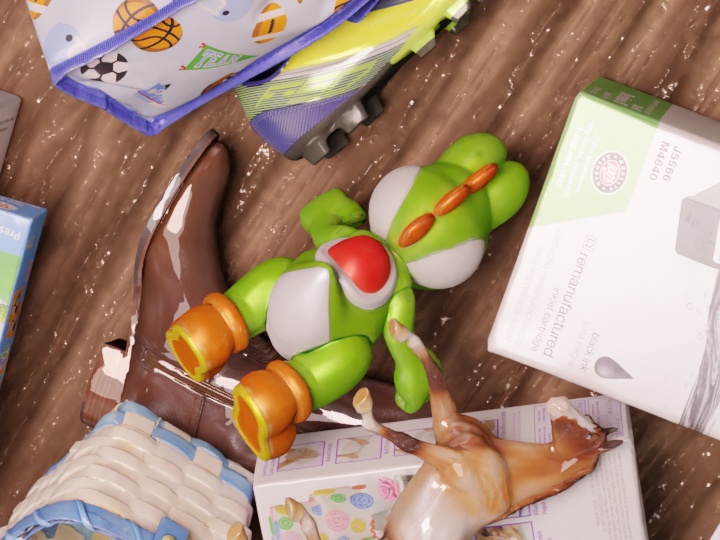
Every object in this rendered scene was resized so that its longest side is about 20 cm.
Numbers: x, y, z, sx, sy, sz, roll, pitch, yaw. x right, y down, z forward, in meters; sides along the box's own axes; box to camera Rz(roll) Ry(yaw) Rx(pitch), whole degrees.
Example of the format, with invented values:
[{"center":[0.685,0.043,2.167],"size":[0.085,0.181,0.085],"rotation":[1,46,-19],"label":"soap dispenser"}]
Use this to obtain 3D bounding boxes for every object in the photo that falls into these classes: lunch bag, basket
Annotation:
[{"center":[-0.074,-0.193,1.441],"size":[0.199,0.124,0.171],"rotation":[-30,66,19],"label":"lunch bag"},{"center":[-0.137,0.183,1.471],"size":[0.139,0.200,0.176],"rotation":[34,140,-12],"label":"basket"}]

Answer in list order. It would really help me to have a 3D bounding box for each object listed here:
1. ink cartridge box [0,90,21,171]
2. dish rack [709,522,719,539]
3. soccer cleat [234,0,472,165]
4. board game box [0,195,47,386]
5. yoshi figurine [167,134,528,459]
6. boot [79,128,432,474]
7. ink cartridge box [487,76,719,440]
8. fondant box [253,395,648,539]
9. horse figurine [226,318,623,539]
[{"center":[-0.289,-0.020,1.553],"size":[0.145,0.084,0.201],"rotation":[20,103,7],"label":"ink cartridge box"},{"center":[0.252,0.230,1.496],"size":[0.199,0.044,0.172],"rotation":[30,104,7],"label":"dish rack"},{"center":[0.011,-0.144,1.480],"size":[0.084,0.065,0.200],"rotation":[46,105,4],"label":"soccer cleat"},{"center":[-0.265,0.042,1.498],"size":[0.151,0.037,0.201],"rotation":[17,103,4],"label":"board game box"},{"center":[0.002,0.009,1.457],"size":[0.200,0.112,0.113],"rotation":[-37,121,-15],"label":"yoshi figurine"},{"center":[-0.032,0.042,1.521],"size":[0.199,0.064,0.187],"rotation":[23,106,7],"label":"boot"},{"center":[0.186,0.004,1.454],"size":[0.199,0.084,0.146],"rotation":[21,102,8],"label":"ink cartridge box"},{"center":[0.053,0.151,1.484],"size":[0.199,0.058,0.145],"rotation":[-8,115,5],"label":"fondant box"},{"center":[0.021,0.122,1.394],"size":[0.132,0.050,0.200],"rotation":[38,87,-29],"label":"horse figurine"}]
